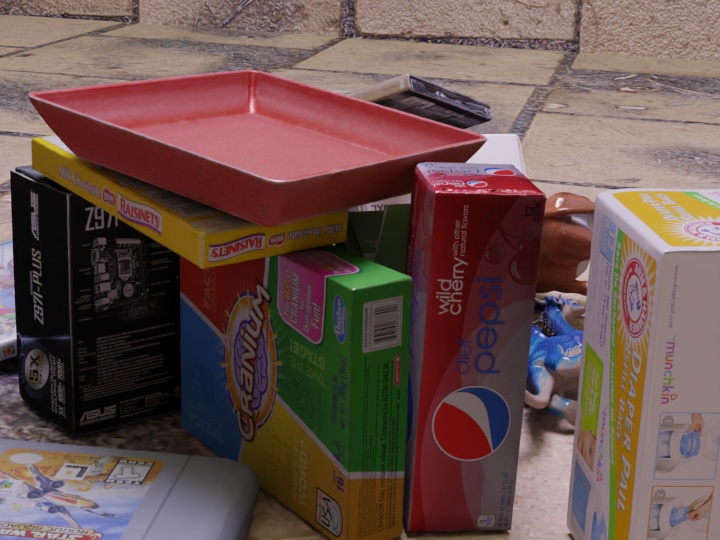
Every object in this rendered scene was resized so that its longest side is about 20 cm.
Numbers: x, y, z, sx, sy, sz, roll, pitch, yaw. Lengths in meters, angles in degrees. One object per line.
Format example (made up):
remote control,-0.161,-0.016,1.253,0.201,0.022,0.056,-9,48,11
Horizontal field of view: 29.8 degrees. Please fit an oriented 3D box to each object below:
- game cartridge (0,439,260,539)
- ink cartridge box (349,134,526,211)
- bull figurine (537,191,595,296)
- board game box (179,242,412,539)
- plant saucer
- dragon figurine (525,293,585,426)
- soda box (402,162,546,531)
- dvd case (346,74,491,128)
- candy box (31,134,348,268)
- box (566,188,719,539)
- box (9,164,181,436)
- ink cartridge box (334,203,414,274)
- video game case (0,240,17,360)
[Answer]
game cartridge,-0.163,0.135,0.728,0.198,0.042,0.133,4,13,6
ink cartridge box,0.036,-0.045,1.124,0.144,0.085,0.200,-4,-10,-19
bull figurine,0.169,-0.016,1.136,0.120,0.066,0.200,9,-11,-6
board game box,-0.045,0.054,0.806,0.040,0.154,0.199,-9,19,-33
plant saucer,-0.059,-0.075,0.800,0.199,0.037,0.199,21,23,33
dragon figurine,0.123,0.066,0.948,0.099,0.059,0.199,13,20,33
soda box,0.057,0.044,0.765,0.063,0.202,0.070,0,17,-9
dvd case,-0.015,-0.108,1.067,0.199,0.016,0.148,-16,-10,27
candy box,-0.107,-0.050,0.811,0.102,0.027,0.199,-9,25,-38
box,0.176,0.068,0.701,0.100,0.202,0.113,0,17,-8
box,-0.131,0.005,0.936,0.199,0.165,0.086,-12,22,-37
ink cartridge box,0.035,0.013,0.867,0.103,0.201,0.060,-3,45,-19
video game case,-0.241,0.010,1.041,0.199,0.018,0.143,-19,35,-20
